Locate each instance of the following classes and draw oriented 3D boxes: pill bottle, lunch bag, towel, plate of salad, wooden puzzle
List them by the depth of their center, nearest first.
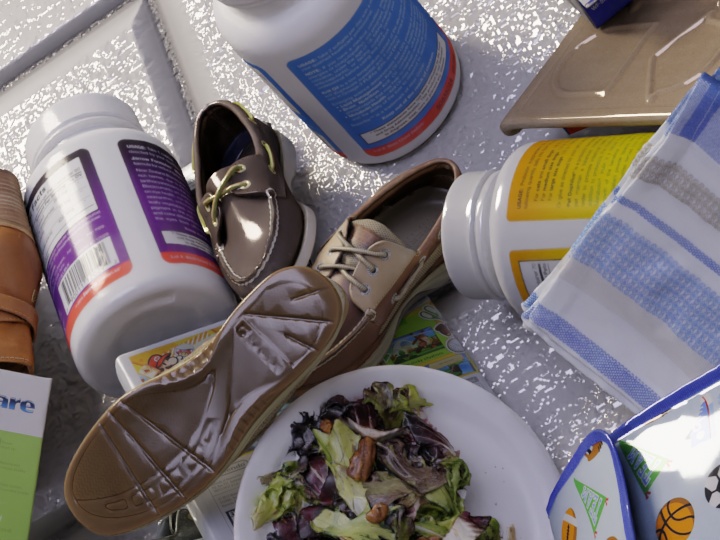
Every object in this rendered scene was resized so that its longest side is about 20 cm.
[{"bbox_3d":[0.190,0.153,1.173,0.199,0.124,0.171,-33,48,29],"label":"lunch bag"},{"bbox_3d":[0.189,0.004,1.217,0.147,0.024,0.200,40,126,7],"label":"towel"},{"bbox_3d":[0.028,0.147,1.257,0.198,0.048,0.202,4,72,-11],"label":"plate of salad"},{"bbox_3d":[0.151,-0.024,1.310,0.199,0.109,0.110,-2,62,32],"label":"pill bottle"},{"bbox_3d":[0.198,-0.145,1.357,0.199,0.046,0.186,-3,44,55],"label":"wooden puzzle"},{"bbox_3d":[-0.026,-0.164,1.448,0.112,0.200,0.113,-16,55,24],"label":"pill bottle"},{"bbox_3d":[-0.158,-0.022,1.475,0.111,0.111,0.201,-34,49,10],"label":"pill bottle"}]

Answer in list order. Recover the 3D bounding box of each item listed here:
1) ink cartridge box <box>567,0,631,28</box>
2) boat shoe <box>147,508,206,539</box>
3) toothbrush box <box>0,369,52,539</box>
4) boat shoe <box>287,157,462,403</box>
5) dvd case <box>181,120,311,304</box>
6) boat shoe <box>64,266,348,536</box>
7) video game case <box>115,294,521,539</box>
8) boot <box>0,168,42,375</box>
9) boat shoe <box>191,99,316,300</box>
[{"bbox_3d":[0.160,-0.213,1.420,0.099,0.039,0.200,-39,25,7],"label":"ink cartridge box"},{"bbox_3d":[-0.100,0.171,1.312,0.071,0.199,0.072,68,151,19],"label":"boat shoe"},{"bbox_3d":[-0.248,0.175,1.341,0.146,0.085,0.201,122,158,-57],"label":"toothbrush box"},{"bbox_3d":[0.000,0.000,1.368,0.075,0.072,0.200,24,51,24],"label":"boat shoe"},{"bbox_3d":[-0.102,0.011,1.509,0.150,0.025,0.201,-29,50,16],"label":"dvd case"},{"bbox_3d":[-0.083,0.079,1.285,0.200,0.065,0.071,-40,79,6],"label":"boat shoe"},{"bbox_3d":[-0.024,0.086,1.349,0.199,0.023,0.182,-19,47,-17],"label":"video game case"},{"bbox_3d":[-0.301,0.021,1.433,0.198,0.077,0.156,-7,56,-7],"label":"boot"},{"bbox_3d":[-0.073,-0.044,1.425,0.072,0.059,0.200,-42,27,18],"label":"boat shoe"}]
